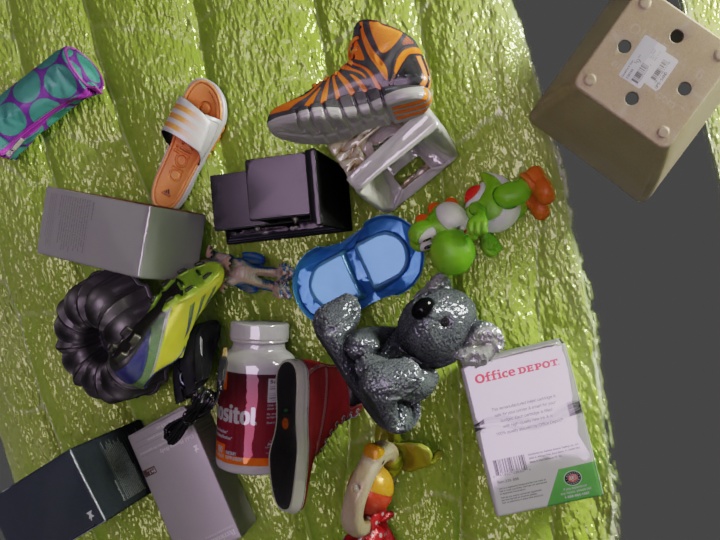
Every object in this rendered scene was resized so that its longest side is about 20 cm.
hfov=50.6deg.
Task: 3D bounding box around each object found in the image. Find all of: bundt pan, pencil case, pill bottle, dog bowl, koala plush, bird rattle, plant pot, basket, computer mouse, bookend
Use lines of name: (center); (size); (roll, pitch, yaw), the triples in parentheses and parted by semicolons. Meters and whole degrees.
bundt pan: (-0.370, 0.103, 1.107); (0.198, 0.075, 0.207); (10, 110, 28)
pencil case: (-0.488, -0.252, 1.157); (0.198, 0.085, 0.093); (-34, 69, 10)
pill bottle: (-0.147, 0.176, 1.081); (0.110, 0.113, 0.205); (2, 90, 11)
dog bowl: (0.000, 0.000, 1.083); (0.197, 0.050, 0.113); (-27, 86, 11)
koala plush: (0.072, 0.095, 0.989); (0.199, 0.185, 0.177); (-37, 49, -11)
bird rattle: (0.013, 0.300, 1.036); (0.111, 0.163, 0.203); (28, 86, 27)
plant pot: (0.350, -0.230, 0.949); (0.199, 0.177, 0.201); (37, 97, 7)
basket: (0.033, -0.175, 1.002); (0.135, 0.200, 0.124); (-38, 79, 9)
computer mouse: (-0.225, 0.127, 1.050); (0.046, 0.203, 0.140); (31, 131, -23)
bookend: (-0.126, -0.093, 1.030); (0.194, 0.200, 0.094); (-6, 89, 10)

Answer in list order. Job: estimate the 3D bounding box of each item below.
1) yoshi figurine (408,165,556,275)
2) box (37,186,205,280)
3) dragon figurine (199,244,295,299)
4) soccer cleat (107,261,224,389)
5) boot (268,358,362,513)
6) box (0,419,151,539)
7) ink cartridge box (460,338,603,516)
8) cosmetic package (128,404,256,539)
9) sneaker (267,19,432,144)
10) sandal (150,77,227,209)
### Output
yoshi figurine: (0.164, -0.055, 1.011); (0.196, 0.112, 0.114); (-22, 112, 0)
box: (-0.341, -0.052, 1.088); (0.196, 0.124, 0.100); (12, 93, 25)
dragon figurine: (-0.176, 0.001, 1.108); (0.198, 0.098, 0.060); (16, 94, 47)
soccer cleat: (-0.254, 0.073, 1.036); (0.201, 0.084, 0.064); (-48, 38, -12)
boot: (-0.050, 0.227, 1.050); (0.072, 0.142, 0.205); (-1, 81, 48)
box: (-0.392, 0.312, 1.085); (0.147, 0.200, 0.108); (-31, 85, 9)
ink cartridge box: (0.227, 0.206, 1.023); (0.143, 0.084, 0.205); (-14, 88, 11)
cosmetic package: (-0.244, 0.307, 1.115); (0.105, 0.090, 0.203); (-27, 83, 6)
sneaker: (-0.018, -0.221, 0.894); (0.195, 0.078, 0.115); (-11, 75, 5)
sandal: (-0.261, -0.183, 1.126); (0.078, 0.059, 0.210); (23, 95, 9)
